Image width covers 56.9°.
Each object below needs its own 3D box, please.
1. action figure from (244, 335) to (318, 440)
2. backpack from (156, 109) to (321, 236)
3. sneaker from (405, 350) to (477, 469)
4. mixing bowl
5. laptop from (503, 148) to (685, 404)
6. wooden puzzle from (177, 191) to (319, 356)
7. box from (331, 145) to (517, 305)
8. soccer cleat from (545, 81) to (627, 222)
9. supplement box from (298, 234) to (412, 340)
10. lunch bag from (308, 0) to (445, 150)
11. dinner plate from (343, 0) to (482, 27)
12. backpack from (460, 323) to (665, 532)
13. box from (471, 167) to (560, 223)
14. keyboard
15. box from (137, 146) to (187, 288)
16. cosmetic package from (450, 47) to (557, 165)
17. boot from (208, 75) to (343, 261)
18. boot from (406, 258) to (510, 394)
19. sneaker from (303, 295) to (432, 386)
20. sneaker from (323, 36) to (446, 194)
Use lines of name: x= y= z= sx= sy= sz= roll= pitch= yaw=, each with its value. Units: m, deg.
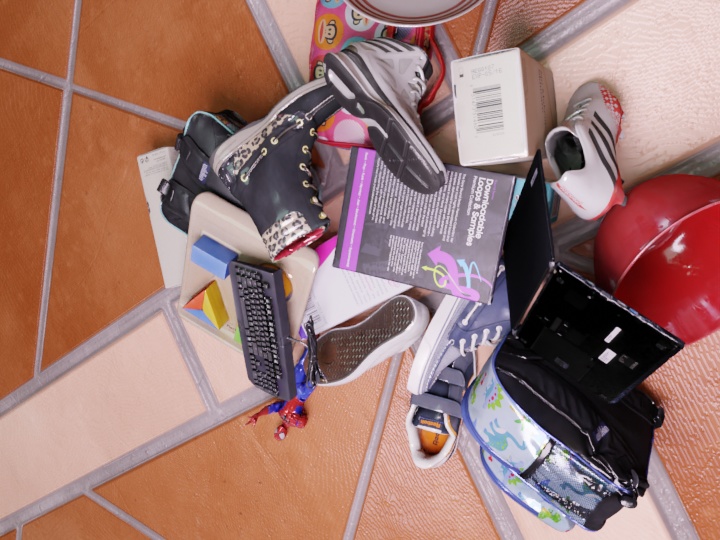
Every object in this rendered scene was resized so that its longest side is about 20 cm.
action figure: x=-0.098 y=0.175 z=0.965 sx=0.064 sy=0.099 sz=0.203 roll=31 pitch=113 yaw=18
backpack: x=-0.152 y=-0.102 z=0.912 sx=0.198 sy=0.153 sz=0.178 roll=36 pitch=112 yaw=15
sneaker: x=0.106 y=0.163 z=0.872 sx=0.077 sy=0.079 sz=0.206 roll=7 pitch=100 yaw=25
mixing bowl: x=0.321 y=-0.022 z=0.694 sx=0.201 sy=0.197 sz=0.109 roll=-51 pitch=36 yaw=23
laptop: x=0.219 y=0.014 z=0.671 sx=0.198 sy=0.178 sz=0.104 roll=35 pitch=68 yaw=16
wooden puzzle: x=-0.158 y=0.026 z=0.862 sx=0.182 sy=0.046 sz=0.203 roll=29 pitch=125 yaw=10
box: x=0.071 y=-0.054 z=0.771 sx=0.195 sy=0.036 sz=0.147 roll=14 pitch=99 yaw=19
soccer cleat: x=0.233 y=-0.141 z=0.705 sx=0.084 sy=0.204 sz=0.068 roll=27 pitch=142 yaw=-20
supplement box: x=0.000 y=0.000 z=0.883 sx=0.197 sy=0.103 sz=0.103 roll=-27 pitch=86 yaw=28
lunch bag: x=0.022 y=-0.253 z=0.848 sx=0.172 sy=0.082 sz=0.206 roll=11 pitch=102 yaw=19
dinner plate: x=0.065 y=-0.351 z=0.782 sx=0.194 sy=0.024 sz=0.205 roll=-3 pitch=62 yaw=5
backpack: x=0.215 y=0.177 z=0.761 sx=0.199 sy=0.182 sz=0.149 roll=38 pitch=125 yaw=13
box: x=0.139 y=-0.097 z=0.810 sx=0.196 sy=0.082 sz=0.051 roll=12 pitch=103 yaw=24
keyboard: x=-0.103 y=0.085 z=0.832 sx=0.124 sy=0.021 sz=0.204 roll=12 pitch=126 yaw=22
box: x=-0.272 y=-0.082 z=1.017 sx=0.067 sy=0.082 sz=0.206 roll=-9 pitch=93 yaw=26
cosmetic package: x=0.163 y=-0.170 z=0.722 sx=0.071 sy=0.199 sz=0.106 roll=-3 pitch=98 yaw=26
boot: x=-0.064 y=-0.123 z=0.793 sx=0.201 sy=0.073 sz=0.156 roll=-32 pitch=79 yaw=2
boot: x=0.136 y=0.074 z=0.817 sx=0.089 sy=0.073 sz=0.203 roll=26 pitch=86 yaw=16
sneaker: x=0.014 y=0.104 z=0.898 sx=0.198 sy=0.084 sz=0.074 roll=-29 pitch=66 yaw=26
sneaker: x=0.056 y=-0.187 z=0.738 sx=0.202 sy=0.114 sz=0.076 roll=54 pitch=160 yaw=14
